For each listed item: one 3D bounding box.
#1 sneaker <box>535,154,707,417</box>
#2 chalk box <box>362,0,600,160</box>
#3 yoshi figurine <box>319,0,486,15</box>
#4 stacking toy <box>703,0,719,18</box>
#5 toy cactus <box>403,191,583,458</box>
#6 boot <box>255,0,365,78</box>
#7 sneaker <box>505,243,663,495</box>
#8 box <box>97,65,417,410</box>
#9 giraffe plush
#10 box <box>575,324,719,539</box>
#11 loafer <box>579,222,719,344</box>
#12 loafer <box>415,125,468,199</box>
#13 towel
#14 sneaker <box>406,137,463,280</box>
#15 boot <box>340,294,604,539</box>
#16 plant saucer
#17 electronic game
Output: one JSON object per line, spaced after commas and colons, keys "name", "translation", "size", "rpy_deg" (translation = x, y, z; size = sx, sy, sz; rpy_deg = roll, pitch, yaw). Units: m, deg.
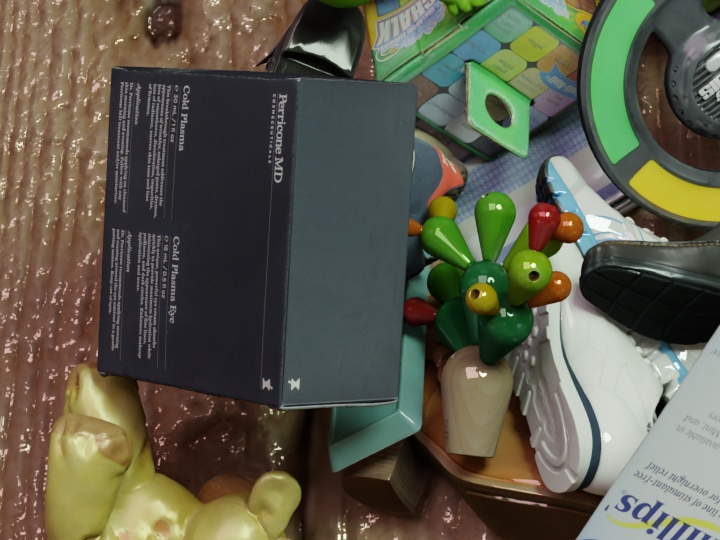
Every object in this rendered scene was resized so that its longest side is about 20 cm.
{"name": "sneaker", "translation": [0.186, 0.002, 1.680], "size": [0.086, 0.075, 0.201], "rpy_deg": [-26, 68, -11]}
{"name": "chalk box", "translation": [0.086, -0.170, 1.750], "size": [0.124, 0.124, 0.201], "rpy_deg": [-34, 47, 28]}
{"name": "yoshi figurine", "translation": [0.033, -0.222, 1.660], "size": [0.200, 0.112, 0.113], "rpy_deg": [-26, 60, 44]}
{"name": "stacking toy", "translation": [0.241, -0.205, 1.733], "size": [0.116, 0.200, 0.110], "rpy_deg": [-53, 16, -16]}
{"name": "toy cactus", "translation": [0.069, 0.031, 1.586], "size": [0.200, 0.102, 0.166], "rpy_deg": [-5, 78, 64]}
{"name": "boot", "translation": [-0.062, -0.097, 1.797], "size": [0.069, 0.174, 0.201], "rpy_deg": [31, 73, -7]}
{"name": "sneaker", "translation": [0.143, 0.058, 1.611], "size": [0.080, 0.077, 0.201], "rpy_deg": [4, 51, -17]}
{"name": "box", "translation": [-0.067, -0.023, 1.602], "size": [0.182, 0.104, 0.201], "rpy_deg": [9, 97, 47]}
{"name": "giraffe plush", "translation": [-0.119, 0.169, 1.652], "size": [0.161, 0.173, 0.201], "rpy_deg": [5, 47, 0]}
{"name": "box", "translation": [0.227, 0.152, 1.492], "size": [0.105, 0.184, 0.200], "rpy_deg": [27, 71, 31]}
{"name": "loafer", "translation": [0.226, 0.004, 1.612], "size": [0.199, 0.073, 0.073], "rpy_deg": [11, 57, -22]}
{"name": "loafer", "translation": [-0.022, -0.036, 1.770], "size": [0.199, 0.076, 0.068], "rpy_deg": [-30, 72, 2]}
{"name": "towel", "translation": [0.113, -0.090, 1.798], "size": [0.146, 0.024, 0.200], "rpy_deg": [-31, 51, 3]}
{"name": "sneaker", "translation": [0.000, 0.000, 1.703], "size": [0.200, 0.084, 0.075], "rpy_deg": [-56, 42, 22]}
{"name": "boot", "translation": [0.096, 0.093, 1.662], "size": [0.199, 0.077, 0.156], "rpy_deg": [5, 56, 33]}
{"name": "plant saucer", "translation": [0.011, 0.051, 1.696], "size": [0.070, 0.019, 0.200], "rpy_deg": [-28, 29, 22]}
{"name": "electronic game", "translation": [0.238, -0.125, 1.679], "size": [0.199, 0.201, 0.042], "rpy_deg": [-33, 16, -2]}
